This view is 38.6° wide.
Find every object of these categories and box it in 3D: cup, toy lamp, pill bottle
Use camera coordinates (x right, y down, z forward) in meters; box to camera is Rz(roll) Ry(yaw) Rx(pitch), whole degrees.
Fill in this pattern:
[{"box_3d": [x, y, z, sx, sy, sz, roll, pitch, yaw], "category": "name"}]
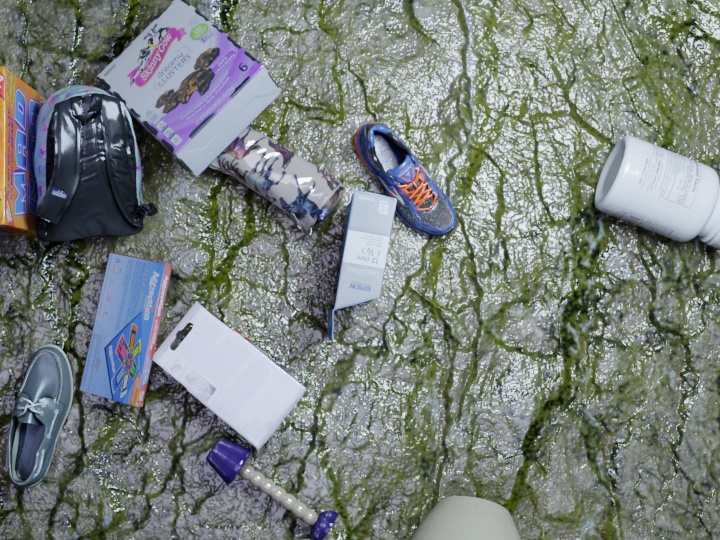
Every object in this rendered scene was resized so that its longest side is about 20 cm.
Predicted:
[{"box_3d": [0.147, 0.394, 1.404, 0.199, 0.201, 0.144, 15, 61, -2], "category": "cup"}, {"box_3d": [-0.127, 0.307, 1.444, 0.200, 0.058, 0.058, 34, 86, 0], "category": "toy lamp"}, {"box_3d": [0.446, -0.105, 1.462, 0.199, 0.114, 0.115, 21, 87, -2], "category": "pill bottle"}]

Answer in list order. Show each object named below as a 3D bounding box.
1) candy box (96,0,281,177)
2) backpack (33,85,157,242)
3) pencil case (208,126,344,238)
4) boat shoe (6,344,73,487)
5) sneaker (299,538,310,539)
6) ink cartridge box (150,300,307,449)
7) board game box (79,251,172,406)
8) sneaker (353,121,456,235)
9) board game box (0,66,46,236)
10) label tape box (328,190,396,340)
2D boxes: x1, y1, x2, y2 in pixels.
[{"box_3d": [-0.238, -0.256, 1.412, 0.168, 0.072, 0.200, -46, 62, -3], "category": "candy box"}, {"box_3d": [-0.376, -0.148, 1.398, 0.166, 0.126, 0.201, -9, 109, -31], "category": "backpack"}, {"box_3d": [-0.125, -0.135, 1.451, 0.199, 0.078, 0.090, 32, 72, -2], "category": "pencil case"}, {"box_3d": [-0.449, 0.203, 1.428, 0.072, 0.062, 0.201, 11, 87, -2], "category": "boat shoe"}, {"box_3d": [-0.127, 0.476, 1.425, 0.199, 0.081, 0.147, -23, 90, -3], "category": "sneaker"}, {"box_3d": [-0.185, 0.146, 1.451, 0.200, 0.050, 0.109, 39, 87, 0], "category": "ink cartridge box"}, {"box_3d": [-0.329, 0.081, 1.439, 0.102, 0.019, 0.201, 11, 87, 27], "category": "board game box"}, {"box_3d": [0.062, -0.129, 1.460, 0.075, 0.078, 0.200, -43, 90, -3], "category": "sneaker"}, {"box_3d": [-0.543, -0.151, 1.368, 0.199, 0.200, 0.201, 0, 88, -3], "category": "board game box"}, {"box_3d": [0.000, 0.000, 1.419, 0.066, 0.143, 0.201, 8, 87, -2], "category": "label tape box"}]
